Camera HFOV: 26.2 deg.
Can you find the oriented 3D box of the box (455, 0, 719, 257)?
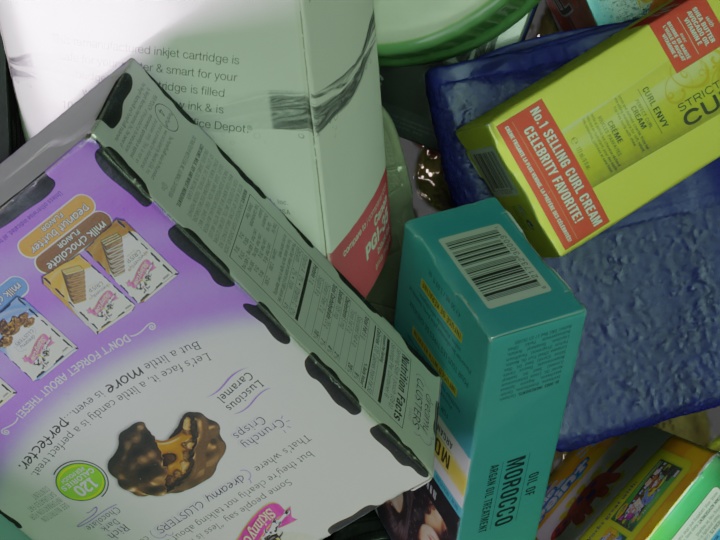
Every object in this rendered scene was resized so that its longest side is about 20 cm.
[{"bbox_3d":[0.148,-0.087,0.728,0.200,0.050,0.075,-31,97,-11],"label":"box"}]

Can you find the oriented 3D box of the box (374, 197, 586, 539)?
[{"bbox_3d":[0.050,0.070,0.727,0.049,0.082,0.200,-15,136,-21],"label":"box"}]

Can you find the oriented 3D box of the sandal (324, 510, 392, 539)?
[{"bbox_3d":[-0.009,0.172,0.827,0.200,0.048,0.075,-38,100,-6],"label":"sandal"}]

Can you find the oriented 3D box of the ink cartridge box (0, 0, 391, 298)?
[{"bbox_3d":[-0.069,-0.083,0.671,0.146,0.083,0.201,10,127,19],"label":"ink cartridge box"}]

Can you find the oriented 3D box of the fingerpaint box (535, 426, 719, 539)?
[{"bbox_3d":[0.114,0.178,0.792,0.073,0.167,0.200,41,85,-9],"label":"fingerpaint box"}]

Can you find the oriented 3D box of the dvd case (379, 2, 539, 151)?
[{"bbox_3d":[0.025,-0.173,0.782,0.150,0.025,0.201,21,103,2],"label":"dvd case"}]

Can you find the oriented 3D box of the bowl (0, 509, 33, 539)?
[{"bbox_3d":[-0.209,0.124,0.725,0.105,0.201,0.201,-39,101,-26],"label":"bowl"}]

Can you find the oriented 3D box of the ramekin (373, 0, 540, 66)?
[{"bbox_3d":[0.010,-0.192,0.716,0.199,0.098,0.201,1,102,7],"label":"ramekin"}]

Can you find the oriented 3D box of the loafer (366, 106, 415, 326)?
[{"bbox_3d":[0.000,0.000,0.797,0.072,0.063,0.201,-16,111,-16],"label":"loafer"}]

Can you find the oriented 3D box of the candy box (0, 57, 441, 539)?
[{"bbox_3d":[-0.091,0.042,0.650,0.168,0.072,0.200,-33,114,25],"label":"candy box"}]

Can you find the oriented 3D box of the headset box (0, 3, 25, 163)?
[{"bbox_3d":[-0.253,-0.052,0.712,0.199,0.093,0.175,1,108,-4],"label":"headset box"}]

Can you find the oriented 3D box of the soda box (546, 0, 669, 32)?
[{"bbox_3d":[0.117,-0.201,0.818,0.068,0.064,0.201,-25,98,-8],"label":"soda box"}]

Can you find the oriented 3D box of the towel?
[{"bbox_3d":[0.118,-0.020,0.772,0.147,0.050,0.201,-14,93,-12],"label":"towel"}]
